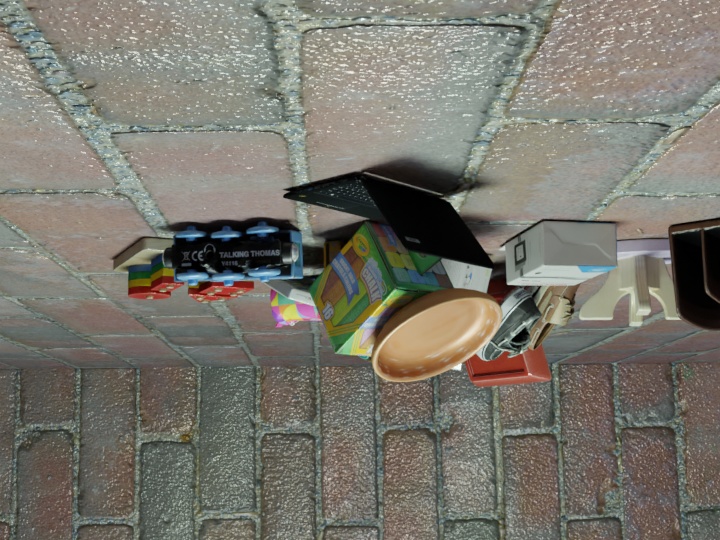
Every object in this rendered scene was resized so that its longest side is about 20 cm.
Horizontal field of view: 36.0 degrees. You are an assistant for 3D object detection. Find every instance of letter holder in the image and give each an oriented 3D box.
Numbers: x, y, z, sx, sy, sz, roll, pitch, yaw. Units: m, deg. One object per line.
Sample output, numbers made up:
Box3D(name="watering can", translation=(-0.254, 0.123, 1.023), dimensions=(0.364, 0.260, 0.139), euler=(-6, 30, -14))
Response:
Box3D(name="letter holder", translation=(0.544, 0.013, 1.638), dimensions=(0.100, 0.143, 0.200), euler=(-8, 167, 37))

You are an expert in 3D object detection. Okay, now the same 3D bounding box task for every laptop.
Box3D(name="laptop", translation=(0.035, -0.050, 1.366), dimensions=(0.199, 0.104, 0.177), euler=(-9, 166, 40))

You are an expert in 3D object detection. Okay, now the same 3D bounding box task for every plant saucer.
Box3D(name="plant saucer", translation=(0.246, 0.121, 2.058), dimensions=(0.037, 0.201, 0.199), euler=(-18, -177, -38))
Box3D(name="plant saucer", translation=(0.104, 0.087, 1.575), dimensions=(0.199, 0.038, 0.201), euler=(-18, 147, -12))

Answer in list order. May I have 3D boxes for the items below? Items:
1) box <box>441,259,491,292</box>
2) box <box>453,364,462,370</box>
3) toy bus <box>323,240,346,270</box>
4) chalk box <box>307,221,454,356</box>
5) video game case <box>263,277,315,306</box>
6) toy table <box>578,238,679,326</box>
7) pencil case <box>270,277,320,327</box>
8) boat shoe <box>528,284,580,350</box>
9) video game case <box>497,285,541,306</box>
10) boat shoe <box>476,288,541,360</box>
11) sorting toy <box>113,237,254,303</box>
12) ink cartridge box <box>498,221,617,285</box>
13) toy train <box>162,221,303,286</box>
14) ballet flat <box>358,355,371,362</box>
Box3D(name="box", translation=(0.129, 0.045, 1.739), dimensions=(0.036, 0.145, 0.200), euler=(13, -179, 37))
Box3D(name="box", translation=(0.100, 0.105, 2.076), dimensions=(0.199, 0.145, 0.036), euler=(8, -152, 3))
Box3D(name="toy bus", translation=(0.000, 0.000, 1.746), dimensions=(0.078, 0.065, 0.200), euler=(-3, 170, 14))
Box3D(name="chalk box", translation=(0.041, 0.016, 1.581), dimensions=(0.123, 0.125, 0.200), euler=(8, 135, -40))
Box3D(name="video game case", translation=(-0.070, 0.036, 1.794), dimensions=(0.182, 0.022, 0.200), euler=(17, -175, -27))
Box3D(name="toy table", translation=(0.440, 0.019, 1.744), dimensions=(0.199, 0.118, 0.184), euler=(-3, 169, 20))
Box3D(name="pencil case", translation=(-0.065, 0.053, 1.994), dimensions=(0.199, 0.089, 0.088), euler=(-6, 168, 25))
Box3D(name="boat shoe", translation=(0.332, 0.058, 1.874), dimensions=(0.076, 0.072, 0.200), euler=(-15, 150, -47))
Box3D(name="video game case", translation=(0.266, 0.057, 1.893), dimensions=(0.200, 0.017, 0.143), euler=(-42, 161, 7))
Box3D(name="boat shoe", translation=(0.252, 0.108, 1.847), dimensions=(0.073, 0.068, 0.200), euler=(-27, 157, -33))
Box3D(name="sorting toy", translation=(-0.272, 0.007, 1.758), dimensions=(0.199, 0.070, 0.199), euler=(4, 169, -26))
Box3D(name="ink cartridge box", translation=(0.289, -0.019, 1.654), dimensions=(0.115, 0.067, 0.200), euler=(1, 170, -11))
Box3D(name="toy train", translation=(-0.178, -0.020, 1.582), dimensions=(0.199, 0.087, 0.114), euler=(-3, 176, 12))
Box3D(name="ballet flat", translation=(0.039, 0.116, 1.772), dimensions=(0.072, 0.068, 0.200), euler=(-5, -163, -28))
